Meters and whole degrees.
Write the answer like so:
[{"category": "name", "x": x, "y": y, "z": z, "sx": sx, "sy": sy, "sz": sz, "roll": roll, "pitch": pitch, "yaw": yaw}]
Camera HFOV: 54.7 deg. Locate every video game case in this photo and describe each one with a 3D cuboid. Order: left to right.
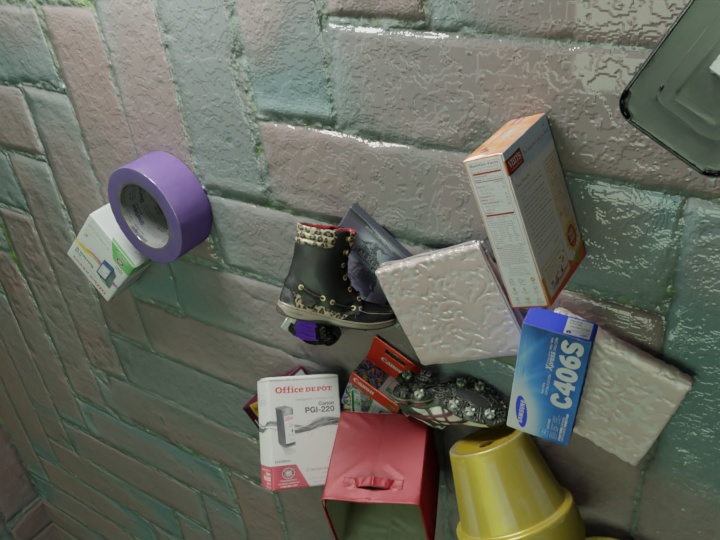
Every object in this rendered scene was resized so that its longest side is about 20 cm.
[{"category": "video game case", "x": 0.000, "y": 0.000, "z": 1.164, "sx": 0.143, "sy": 0.019, "sz": 0.200, "roll": 42, "pitch": 138, "yaw": 7}]

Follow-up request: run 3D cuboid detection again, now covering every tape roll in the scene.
[{"category": "tape roll", "x": -0.388, "y": -0.121, "z": 1.345, "sx": 0.198, "sy": 0.085, "sz": 0.202, "roll": 21, "pitch": 129, "yaw": 27}]

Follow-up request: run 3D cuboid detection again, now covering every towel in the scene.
[{"category": "towel", "x": 0.139, "y": 0.055, "z": 1.055, "sx": 0.199, "sy": 0.032, "sz": 0.192, "roll": -13, "pitch": 113, "yaw": 40}, {"category": "towel", "x": 0.341, "y": 0.167, "z": 0.994, "sx": 0.199, "sy": 0.032, "sz": 0.192, "roll": 29, "pitch": 134, "yaw": 21}]

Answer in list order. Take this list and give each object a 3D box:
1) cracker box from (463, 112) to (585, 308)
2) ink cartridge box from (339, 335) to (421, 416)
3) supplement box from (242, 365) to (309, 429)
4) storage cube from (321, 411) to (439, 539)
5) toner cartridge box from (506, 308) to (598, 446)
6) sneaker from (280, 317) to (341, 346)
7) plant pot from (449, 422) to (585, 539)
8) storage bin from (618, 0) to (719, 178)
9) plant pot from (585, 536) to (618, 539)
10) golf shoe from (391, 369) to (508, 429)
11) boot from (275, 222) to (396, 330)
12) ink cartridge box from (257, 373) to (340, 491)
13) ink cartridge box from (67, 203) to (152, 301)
[{"category": "cracker box", "x": 0.207, "y": -0.073, "z": 0.858, "sx": 0.057, "sy": 0.134, "sz": 0.202, "roll": -4, "pitch": 116, "yaw": 41}, {"category": "ink cartridge box", "x": 0.031, "y": 0.222, "z": 1.271, "sx": 0.108, "sy": 0.050, "sz": 0.201, "roll": 34, "pitch": 136, "yaw": 15}, {"category": "supplement box", "x": -0.123, "y": 0.315, "z": 1.424, "sx": 0.201, "sy": 0.103, "sz": 0.131, "roll": 53, "pitch": 138, "yaw": -4}, {"category": "storage cube", "x": 0.043, "y": 0.374, "z": 1.224, "sx": 0.169, "sy": 0.181, "sz": 0.201, "roll": -2, "pitch": 132, "yaw": 14}, {"category": "toner cartridge box", "x": 0.267, "y": 0.152, "z": 0.984, "sx": 0.094, "sy": 0.043, "sz": 0.202, "roll": 16, "pitch": 129, "yaw": 23}, {"category": "sneaker", "x": -0.070, "y": 0.084, "z": 1.236, "sx": 0.099, "sy": 0.070, "sz": 0.200, "roll": 38, "pitch": 154, "yaw": -3}, {"category": "plant pot", "x": 0.232, "y": 0.357, "z": 1.112, "sx": 0.200, "sy": 0.200, "sz": 0.191, "roll": -22, "pitch": 90, "yaw": 45}, {"category": "storage bin", "x": 0.364, "y": -0.208, "z": 0.666, "sx": 0.135, "sy": 0.094, "sz": 0.201, "roll": 39, "pitch": 137, "yaw": 10}, {"category": "plant pot", "x": 0.393, "y": 0.564, "z": 1.117, "sx": 0.199, "sy": 0.201, "sz": 0.190, "roll": 14, "pitch": 143, "yaw": 31}, {"category": "golf shoe", "x": 0.151, "y": 0.224, "z": 1.160, "sx": 0.198, "sy": 0.077, "sz": 0.089, "roll": 12, "pitch": 138, "yaw": 26}, {"category": "boot", "x": -0.027, "y": 0.010, "z": 1.108, "sx": 0.198, "sy": 0.073, "sz": 0.152, "roll": 8, "pitch": 98, "yaw": -11}, {"category": "ink cartridge box", "x": -0.112, "y": 0.299, "z": 1.306, "sx": 0.085, "sy": 0.144, "sz": 0.203, "roll": 151, "pitch": 116, "yaw": -65}, {"category": "ink cartridge box", "x": -0.540, "y": -0.042, "z": 1.524, "sx": 0.146, "sy": 0.087, "sz": 0.200, "roll": 52, "pitch": 139, "yaw": -4}]
